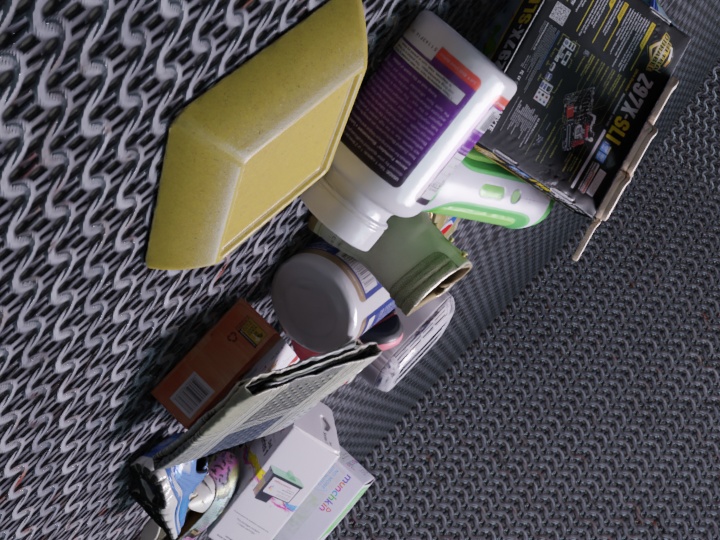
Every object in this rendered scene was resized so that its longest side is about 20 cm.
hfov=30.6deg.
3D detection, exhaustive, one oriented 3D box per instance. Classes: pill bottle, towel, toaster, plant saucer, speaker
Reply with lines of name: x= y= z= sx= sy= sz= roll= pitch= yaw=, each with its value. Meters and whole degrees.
pill bottle: x=0.037 y=-0.120 z=1.171 sx=0.201 sy=0.111 sz=0.111 roll=-51 pitch=169 yaw=11
towel: x=-0.095 y=0.130 z=1.322 sx=0.191 sy=0.035 sz=0.200 roll=-14 pitch=161 yaw=-45
toaster: x=0.033 y=0.067 z=1.747 sx=0.200 sy=0.129 sz=0.114 roll=-43 pitch=167 yaw=-25
plant saucer: x=-0.070 y=-0.094 z=1.003 sx=0.200 sy=0.048 sz=0.201 roll=-43 pitch=167 yaw=-32
speaker: x=0.111 y=-0.092 z=1.312 sx=0.199 sy=0.089 sz=0.089 roll=7 pitch=128 yaw=-46
pill bottle: x=0.000 y=0.000 z=1.434 sx=0.200 sy=0.111 sz=0.111 roll=-36 pitch=163 yaw=-49

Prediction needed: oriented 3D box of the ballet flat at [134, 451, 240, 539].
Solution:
ballet flat: x=-0.237 y=0.322 z=1.743 sx=0.200 sy=0.069 sz=0.071 roll=-50 pitch=150 yaw=5

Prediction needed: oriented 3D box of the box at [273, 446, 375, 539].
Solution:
box: x=-0.109 y=0.330 z=1.955 sx=0.200 sy=0.176 sz=0.097 roll=-49 pitch=169 yaw=5

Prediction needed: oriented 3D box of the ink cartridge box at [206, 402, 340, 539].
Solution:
ink cartridge box: x=-0.124 y=0.274 z=1.809 sx=0.201 sy=0.084 sz=0.145 roll=-52 pitch=-162 yaw=12

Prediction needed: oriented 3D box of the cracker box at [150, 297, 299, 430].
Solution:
cracker box: x=-0.139 y=0.112 z=1.404 sx=0.134 sy=0.058 sz=0.200 roll=-47 pitch=170 yaw=-5

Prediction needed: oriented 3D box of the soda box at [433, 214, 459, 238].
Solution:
soda box: x=0.083 y=-0.085 z=1.588 sx=0.064 sy=0.068 sz=0.200 roll=-45 pitch=168 yaw=-13

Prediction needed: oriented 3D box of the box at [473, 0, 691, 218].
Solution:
box: x=0.200 y=-0.177 z=1.246 sx=0.202 sy=0.159 sz=0.049 roll=-61 pitch=-156 yaw=0

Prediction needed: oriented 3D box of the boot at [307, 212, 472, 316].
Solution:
boot: x=0.061 y=-0.056 z=1.364 sx=0.200 sy=0.154 sz=0.072 roll=-40 pitch=167 yaw=-33

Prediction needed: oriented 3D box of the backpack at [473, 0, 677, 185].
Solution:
backpack: x=0.222 y=-0.220 z=1.362 sx=0.201 sy=0.182 sz=0.147 roll=-54 pitch=134 yaw=-4

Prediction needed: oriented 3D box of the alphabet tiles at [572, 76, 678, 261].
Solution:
alphabet tiles: x=0.264 y=-0.099 z=1.299 sx=0.197 sy=0.014 sz=0.200 roll=-63 pitch=171 yaw=11

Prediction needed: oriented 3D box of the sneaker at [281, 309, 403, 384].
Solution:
sneaker: x=-0.010 y=0.088 z=1.517 sx=0.073 sy=0.088 sz=0.199 roll=-25 pitch=-167 yaw=-33

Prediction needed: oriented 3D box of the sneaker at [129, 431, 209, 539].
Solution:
sneaker: x=-0.211 y=0.245 z=1.519 sx=0.089 sy=0.079 sz=0.201 roll=-41 pitch=167 yaw=-25
